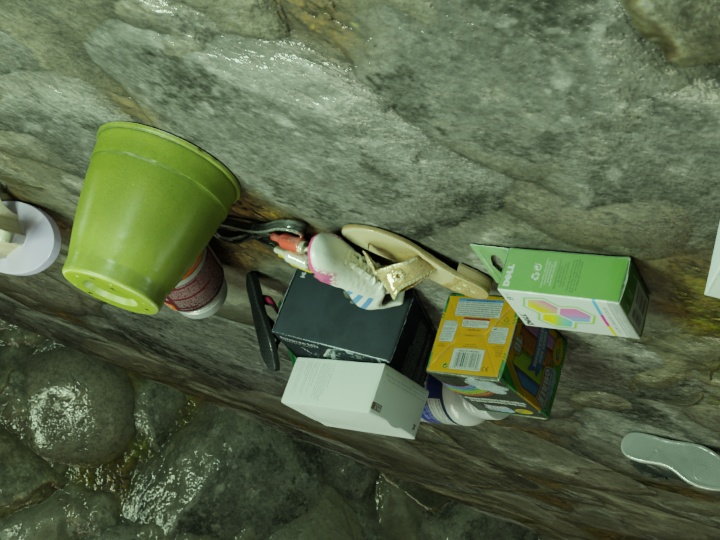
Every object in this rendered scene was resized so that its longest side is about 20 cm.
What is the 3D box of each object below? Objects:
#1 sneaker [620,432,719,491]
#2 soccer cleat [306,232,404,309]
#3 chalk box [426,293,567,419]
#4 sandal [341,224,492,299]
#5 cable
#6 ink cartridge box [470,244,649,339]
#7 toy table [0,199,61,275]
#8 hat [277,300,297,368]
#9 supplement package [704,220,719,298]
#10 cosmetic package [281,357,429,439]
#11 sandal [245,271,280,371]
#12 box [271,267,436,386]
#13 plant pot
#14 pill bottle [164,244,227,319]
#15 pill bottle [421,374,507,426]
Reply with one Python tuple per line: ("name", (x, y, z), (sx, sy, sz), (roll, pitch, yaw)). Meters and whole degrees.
("sneaker", (0.572, 0.347, 1.569), (0.200, 0.071, 0.099), (15, 163, 32))
("soccer cleat", (0.000, 0.000, 1.203), (0.086, 0.070, 0.200), (2, 161, 26))
("chalk box", (0.208, 0.132, 1.259), (0.125, 0.124, 0.200), (2, 155, 40))
("sandal", (0.065, 0.009, 1.145), (0.212, 0.070, 0.078), (22, 161, -4))
("cable", (-0.138, -0.043, 1.235), (0.200, 0.050, 0.097), (11, 155, 21))
("ink cartridge box", (0.228, 0.025, 1.042), (0.200, 0.059, 0.104), (6, 157, 34))
("toy table", (-0.626, -0.066, 1.499), (0.200, 0.184, 0.117), (0, 171, 25))
("hat", (-0.043, 0.113, 1.569), (0.176, 0.166, 0.200), (-15, -179, -9))
("supplement package", (0.383, -0.028, 0.664), (0.200, 0.117, 0.117), (15, 160, 15))
("cosmetic package", (-0.010, 0.191, 1.332), (0.200, 0.081, 0.113), (-3, 151, 44))
("sandal", (-0.146, 0.075, 1.417), (0.045, 0.200, 0.075), (-4, 134, -17))
("box", (-0.002, 0.101, 1.386), (0.200, 0.124, 0.197), (12, 157, 22))
("plant pot", (-0.282, -0.054, 1.130), (0.200, 0.193, 0.200), (17, 160, 6))
("pill bottle", (-0.282, -0.001, 1.392), (0.114, 0.114, 0.200), (15, 160, 14))
("pill bottle", (0.163, 0.203, 1.498), (0.120, 0.120, 0.200), (33, 157, -32))
